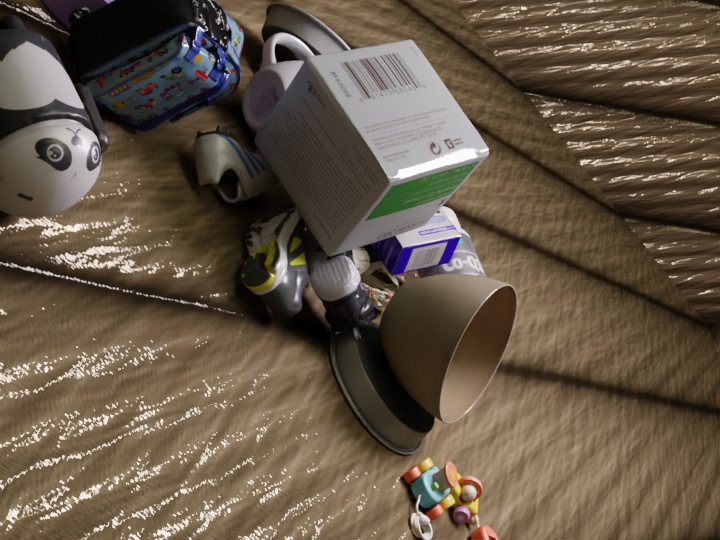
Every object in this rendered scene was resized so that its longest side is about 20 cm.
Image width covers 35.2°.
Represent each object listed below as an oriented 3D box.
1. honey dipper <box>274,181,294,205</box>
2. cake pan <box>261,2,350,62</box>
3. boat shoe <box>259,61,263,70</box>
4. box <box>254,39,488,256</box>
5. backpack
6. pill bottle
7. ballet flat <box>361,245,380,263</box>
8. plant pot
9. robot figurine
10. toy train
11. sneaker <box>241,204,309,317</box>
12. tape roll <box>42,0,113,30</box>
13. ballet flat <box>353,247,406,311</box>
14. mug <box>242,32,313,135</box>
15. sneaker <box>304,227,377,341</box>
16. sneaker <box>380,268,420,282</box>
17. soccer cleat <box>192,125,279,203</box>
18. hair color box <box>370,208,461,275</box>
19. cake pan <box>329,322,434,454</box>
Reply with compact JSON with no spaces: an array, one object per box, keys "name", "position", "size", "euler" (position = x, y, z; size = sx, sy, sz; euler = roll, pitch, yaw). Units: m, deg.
[{"name":"honey dipper","position":[-0.061,-0.169,1.571],"size":[0.038,0.038,0.201],"euler":[46,49,-22]},{"name":"cake pan","position":[-0.082,-0.351,1.844],"size":[0.200,0.037,0.200],"euler":[35,-13,9]},{"name":"boat shoe","position":[-0.082,-0.272,1.847],"size":[0.200,0.066,0.074],"euler":[48,23,-19]},{"name":"box","position":[0.012,-0.161,1.473],"size":[0.198,0.171,0.201],"euler":[-19,70,-42]},{"name":"backpack","position":[-0.230,-0.252,1.383],"size":[0.200,0.181,0.136],"euler":[37,35,-64]},{"name":"pill bottle","position":[0.143,0.000,1.879],"size":[0.113,0.113,0.201],"euler":[29,34,-48]},{"name":"ballet flat","position":[-0.032,-0.073,1.689],"size":[0.200,0.057,0.067],"euler":[43,24,-31]},{"name":"plant pot","position":[0.103,0.085,1.518],"size":[0.134,0.202,0.200],"euler":[25,10,24]},{"name":"robot figurine","position":[-0.327,-0.148,1.084],"size":[0.201,0.149,0.125],"euler":[62,-13,15]},{"name":"toy train","position":[0.137,0.321,1.494],"size":[0.200,0.055,0.151],"euler":[37,28,-40]},{"name":"sneaker","position":[-0.104,-0.011,1.455],"size":[0.085,0.074,0.201],"euler":[61,22,-27]},{"name":"tape roll","position":[-0.341,-0.377,1.457],"size":[0.200,0.065,0.201],"euler":[45,25,-27]},{"name":"ballet flat","position":[0.000,0.000,1.646],"size":[0.200,0.064,0.076],"euler":[29,35,-48]},{"name":"mug","position":[-0.090,-0.262,1.699],"size":[0.175,0.147,0.202],"euler":[6,64,-50]},{"name":"sneaker","position":[-0.030,0.015,1.523],"size":[0.200,0.075,0.114],"euler":[-104,174,-60]},{"name":"sneaker","position":[0.043,-0.053,1.792],"size":[0.200,0.075,0.071],"euler":[48,23,-19]},{"name":"soccer cleat","position":[-0.157,-0.123,1.507],"size":[0.200,0.069,0.087],"euler":[21,62,-58]},{"name":"hair color box","position":[0.049,-0.092,1.681],"size":[0.109,0.065,0.200],"euler":[-12,51,-32]},{"name":"cake pan","position":[0.035,0.152,1.543],"size":[0.200,0.037,0.201],"euler":[45,24,-26]}]
